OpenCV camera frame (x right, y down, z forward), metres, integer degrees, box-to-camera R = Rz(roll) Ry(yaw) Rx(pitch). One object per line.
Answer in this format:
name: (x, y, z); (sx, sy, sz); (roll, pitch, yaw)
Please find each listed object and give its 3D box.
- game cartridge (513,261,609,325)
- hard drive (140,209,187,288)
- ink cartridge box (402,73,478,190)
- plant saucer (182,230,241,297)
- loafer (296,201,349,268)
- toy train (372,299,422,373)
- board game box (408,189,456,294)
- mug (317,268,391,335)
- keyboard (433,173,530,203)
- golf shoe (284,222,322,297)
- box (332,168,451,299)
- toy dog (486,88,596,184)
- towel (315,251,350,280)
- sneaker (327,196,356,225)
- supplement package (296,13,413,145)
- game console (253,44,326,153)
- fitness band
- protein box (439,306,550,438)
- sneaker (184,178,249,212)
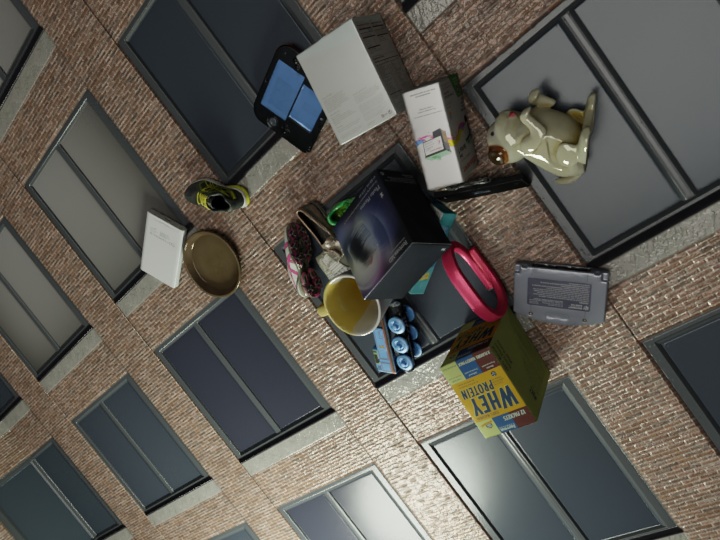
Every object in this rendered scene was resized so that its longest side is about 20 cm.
game cartridge: (0.437, 0.053, 1.364); (0.197, 0.041, 0.135); (7, 112, 24)
hard drive: (-0.579, -0.062, 1.823); (0.131, 0.026, 0.202); (27, 122, 13)
ink cartridge box: (0.168, -0.285, 1.274); (0.083, 0.145, 0.203); (-9, 109, 27)
plant saucer: (-0.416, -0.020, 1.760); (0.197, 0.029, 0.203); (11, 116, 22)
loafer: (-0.085, -0.081, 1.523); (0.201, 0.063, 0.072); (52, 131, 13)
toy train: (0.083, 0.167, 1.561); (0.113, 0.087, 0.203); (1, 118, 31)
board game box: (0.118, -0.073, 1.399); (0.151, 0.046, 0.202); (43, 123, 42)
mug: (-0.004, 0.047, 1.473); (0.184, 0.153, 0.152); (15, 119, 23)
keyboard: (0.247, -0.177, 1.306); (0.197, 0.127, 0.021); (-10, 81, 29)
golf shoe: (-0.167, -0.024, 1.606); (0.091, 0.072, 0.203); (0, 109, 46)
box: (0.062, -0.075, 1.337); (0.200, 0.122, 0.200); (-51, 54, 40)
toy dog: (0.349, -0.262, 1.219); (0.197, 0.141, 0.195); (10, 154, 20)
towel: (0.000, 0.000, 1.558); (0.199, 0.035, 0.193); (-36, 94, 35)
sneaker: (0.006, -0.146, 1.457); (0.198, 0.084, 0.075); (-22, 102, 32)
supplement package: (0.000, -0.401, 1.301); (0.150, 0.151, 0.202); (-21, 103, 33)
game console: (-0.151, -0.401, 1.450); (0.176, 0.031, 0.201); (38, 124, 6)
fitness band: (0.253, 0.021, 1.375); (0.037, 0.144, 0.201); (-35, 95, 36)
protein box: (0.309, 0.226, 1.408); (0.134, 0.200, 0.200); (-30, 98, 33)
sneaker: (-0.391, -0.195, 1.632); (0.197, 0.085, 0.076); (6, 115, 24)
